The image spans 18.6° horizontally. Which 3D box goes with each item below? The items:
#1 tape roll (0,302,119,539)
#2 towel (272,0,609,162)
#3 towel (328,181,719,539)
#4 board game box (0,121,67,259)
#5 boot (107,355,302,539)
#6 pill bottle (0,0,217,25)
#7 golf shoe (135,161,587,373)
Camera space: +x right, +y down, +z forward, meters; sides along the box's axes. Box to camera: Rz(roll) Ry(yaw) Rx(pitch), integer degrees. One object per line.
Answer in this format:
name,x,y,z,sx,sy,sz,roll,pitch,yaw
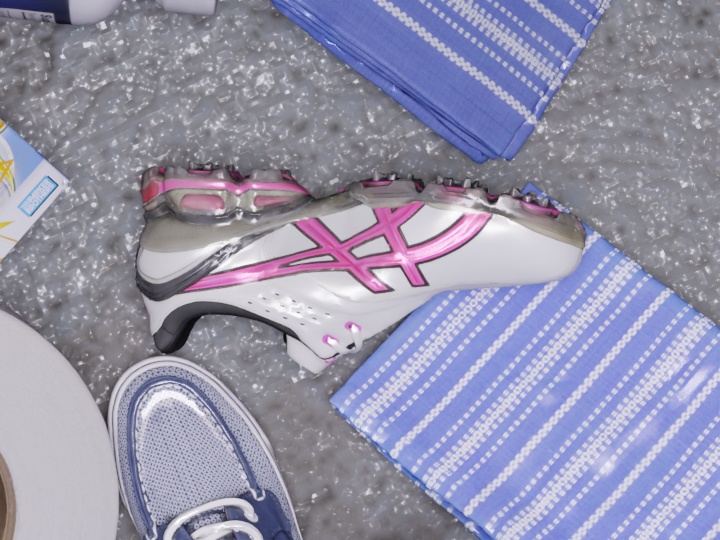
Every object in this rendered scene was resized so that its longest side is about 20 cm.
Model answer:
tape roll,-0.202,0.101,0.926,0.203,0.037,0.203,-5,103,-22
towel,0.059,-0.167,0.999,0.145,0.024,0.200,35,81,-17
towel,0.102,0.068,0.966,0.200,0.024,0.145,39,79,20
board game box,-0.240,-0.007,0.935,0.200,0.034,0.135,-50,124,-4
boot,-0.053,0.127,0.946,0.073,0.090,0.200,-25,86,-6
pill bottle,-0.156,-0.169,0.961,0.200,0.116,0.116,6,83,-3
golf shoe,0.000,0.000,0.976,0.200,0.073,0.092,2,90,8
